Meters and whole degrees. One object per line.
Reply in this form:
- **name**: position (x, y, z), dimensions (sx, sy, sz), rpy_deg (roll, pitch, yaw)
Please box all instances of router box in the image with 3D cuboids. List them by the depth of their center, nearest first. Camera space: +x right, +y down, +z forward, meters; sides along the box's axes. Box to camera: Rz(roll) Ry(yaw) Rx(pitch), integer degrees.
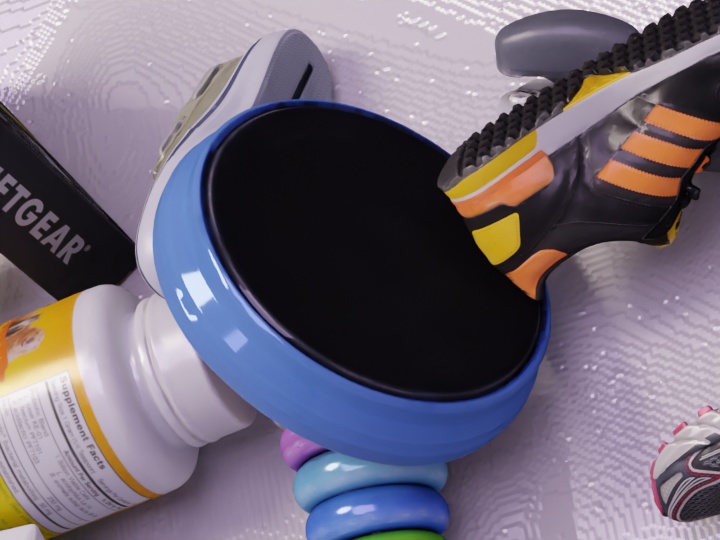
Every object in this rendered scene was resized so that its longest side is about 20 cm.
- **router box**: position (-0.210, -0.073, 1.502), dimensions (0.052, 0.200, 0.157), rpy_deg (-45, 59, -1)

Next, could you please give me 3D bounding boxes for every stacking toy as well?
- **stacking toy**: position (0.010, 0.145, 1.396), dimensions (0.085, 0.085, 0.200), rpy_deg (-15, 70, 18)

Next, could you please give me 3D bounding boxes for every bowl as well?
- **bowl**: position (0.000, 0.000, 1.391), dimensions (0.039, 0.200, 0.201), rpy_deg (-54, 52, 40)

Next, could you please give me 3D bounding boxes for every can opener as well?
- **can opener**: position (0.156, -0.085, 1.417), dimensions (0.200, 0.067, 0.053), rpy_deg (6, 32, 25)

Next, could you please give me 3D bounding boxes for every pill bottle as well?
- **pill bottle**: position (-0.156, 0.076, 1.474), dimensions (0.200, 0.109, 0.109), rpy_deg (-22, 64, 15)

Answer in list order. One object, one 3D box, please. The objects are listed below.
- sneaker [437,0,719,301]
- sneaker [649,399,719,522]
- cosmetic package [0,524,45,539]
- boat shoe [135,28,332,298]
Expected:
- **sneaker**: position (0.140, -0.060, 1.379), dimensions (0.200, 0.070, 0.090), rpy_deg (-29, 105, 13)
- **sneaker**: position (0.227, 0.087, 1.318), dimensions (0.200, 0.081, 0.075), rpy_deg (-11, 69, 19)
- **cosmetic package**: position (-0.232, 0.201, 1.457), dimensions (0.200, 0.102, 0.074), rpy_deg (-14, 33, 17)
- **boat shoe**: position (-0.071, -0.046, 1.479), dimensions (0.062, 0.072, 0.200), rpy_deg (-21, 25, 34)
